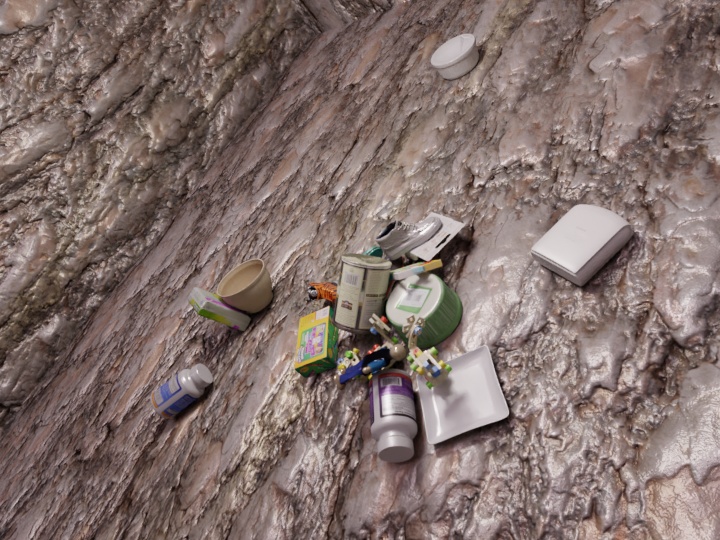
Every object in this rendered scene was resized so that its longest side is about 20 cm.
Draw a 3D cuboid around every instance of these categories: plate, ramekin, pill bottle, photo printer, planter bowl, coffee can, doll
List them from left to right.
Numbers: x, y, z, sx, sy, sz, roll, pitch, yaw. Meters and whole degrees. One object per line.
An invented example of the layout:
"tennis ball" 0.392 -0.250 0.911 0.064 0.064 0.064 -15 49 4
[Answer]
"pill bottle" -0.614 0.413 1.796 0.200 0.112 0.112 -36 37 6
"planter bowl" -0.408 0.072 1.919 0.200 0.135 0.200 -22 33 15
"coffee can" 0.003 0.065 1.491 0.146 0.146 0.200 25 109 50
"doll" 0.029 0.231 1.296 0.200 0.049 0.136 -31 3 29
"pill bottle" 0.078 0.348 1.249 0.111 0.111 0.200 -25 40 21
"ramekin" 0.167 0.102 1.423 0.200 0.098 0.200 -24 40 22
"ramekin" 0.409 -0.900 2.202 0.202 0.094 0.203 -24 40 22
"plate" 0.238 0.296 1.226 0.199 0.032 0.200 -27 39 18
"photo printer" 0.549 -0.074 1.284 0.200 0.069 0.166 -43 37 -2

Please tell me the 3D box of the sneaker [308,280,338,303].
"sneaker" -0.106 0.081 1.646 0.112 0.078 0.200 -3 8 -18

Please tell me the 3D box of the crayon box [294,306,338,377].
"crayon box" -0.134 0.219 1.607 0.119 0.058 0.200 -24 41 23

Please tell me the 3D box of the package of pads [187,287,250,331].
"package of pads" -0.520 0.140 1.907 0.154 0.200 0.068 30 90 52

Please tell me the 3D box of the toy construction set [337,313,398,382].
"toy construction set" 0.030 0.222 1.411 0.131 0.092 0.200 43 106 35

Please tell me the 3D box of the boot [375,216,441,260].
"boot" 0.142 -0.120 1.576 0.200 0.096 0.074 -36 27 12

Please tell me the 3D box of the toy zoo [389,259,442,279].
"toy zoo" 0.151 -0.002 1.480 0.131 0.020 0.200 -17 2 -10

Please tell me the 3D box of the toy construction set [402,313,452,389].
"toy construction set" 0.151 0.204 1.260 0.092 0.131 0.200 -34 36 10

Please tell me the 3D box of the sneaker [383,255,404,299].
"sneaker" 0.075 0.002 1.616 0.077 0.082 0.200 -7 49 37

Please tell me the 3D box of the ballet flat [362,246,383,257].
"ballet flat" 0.000 0.000 1.669 0.200 0.067 0.070 -61 34 5

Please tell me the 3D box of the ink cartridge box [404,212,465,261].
"ink cartridge box" 0.223 -0.093 1.585 0.161 0.050 0.200 -45 29 -5
